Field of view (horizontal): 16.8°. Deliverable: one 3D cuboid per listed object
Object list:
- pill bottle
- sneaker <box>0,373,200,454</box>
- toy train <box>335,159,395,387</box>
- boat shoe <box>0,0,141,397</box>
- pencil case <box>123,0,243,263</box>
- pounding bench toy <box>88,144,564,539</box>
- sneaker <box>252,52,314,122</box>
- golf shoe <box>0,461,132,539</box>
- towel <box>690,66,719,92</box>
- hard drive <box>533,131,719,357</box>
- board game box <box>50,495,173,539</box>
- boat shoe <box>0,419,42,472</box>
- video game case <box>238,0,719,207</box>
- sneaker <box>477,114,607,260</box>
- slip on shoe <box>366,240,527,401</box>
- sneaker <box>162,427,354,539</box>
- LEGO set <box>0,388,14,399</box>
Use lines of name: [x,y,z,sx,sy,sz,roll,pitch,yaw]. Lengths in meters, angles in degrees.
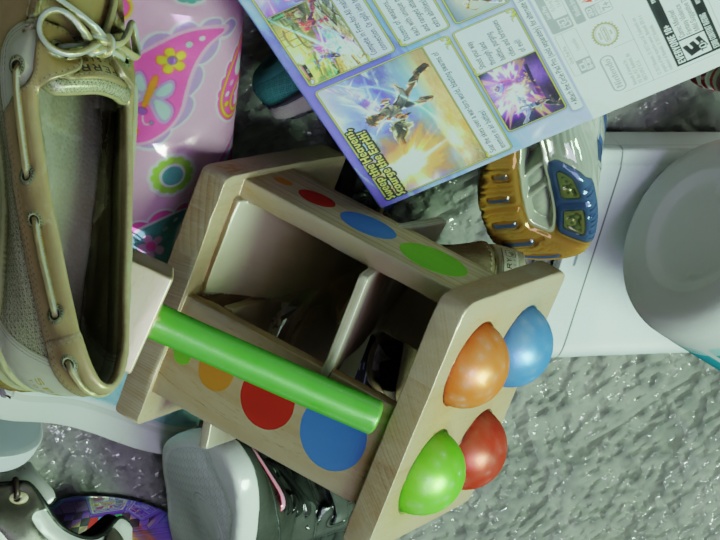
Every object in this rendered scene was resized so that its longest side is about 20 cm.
pill bottle: [0.237,0.018,1.287,0.199,0.111,0.111,30,107,-39]
sneaker: [-0.140,0.026,1.165,0.199,0.074,0.082,18,113,-49]
toy train: [0.000,0.000,1.239,0.045,0.034,0.201,-8,127,-26]
boat shoe: [-0.116,-0.051,0.983,0.073,0.063,0.203,10,84,-50]
pencil case: [-0.097,-0.092,1.087,0.087,0.088,0.201,-7,126,-23]
pounding bench toy: [-0.016,0.040,1.083,0.200,0.155,0.125,-15,131,-64]
sneaker: [0.008,-0.159,1.117,0.079,0.078,0.201,33,102,-18]
golf shoe: [-0.205,0.132,1.216,0.199,0.078,0.095,25,80,-27]
towel: [0.220,-0.134,1.164,0.144,0.200,0.023,-41,94,6]
hard drive: [0.190,-0.014,1.331,0.198,0.027,0.133,-2,124,-26]
board game box: [-0.161,0.214,1.307,0.200,0.039,0.158,-38,132,3]
boat shoe: [-0.251,0.077,1.149,0.199,0.070,0.066,6,136,-33]
video game case: [0.049,-0.128,1.027,0.180,0.046,0.200,-23,141,11]
sneaker: [0.084,-0.102,1.174,0.075,0.089,0.201,6,135,7]
slip on shoe: [0.031,0.053,1.250,0.060,0.077,0.200,10,148,-9]
sneaker: [-0.042,0.109,1.229,0.099,0.071,0.200,-25,162,-15]
LEGO set: [-0.214,-0.014,1.029,0.199,0.153,0.117,27,71,-44]
